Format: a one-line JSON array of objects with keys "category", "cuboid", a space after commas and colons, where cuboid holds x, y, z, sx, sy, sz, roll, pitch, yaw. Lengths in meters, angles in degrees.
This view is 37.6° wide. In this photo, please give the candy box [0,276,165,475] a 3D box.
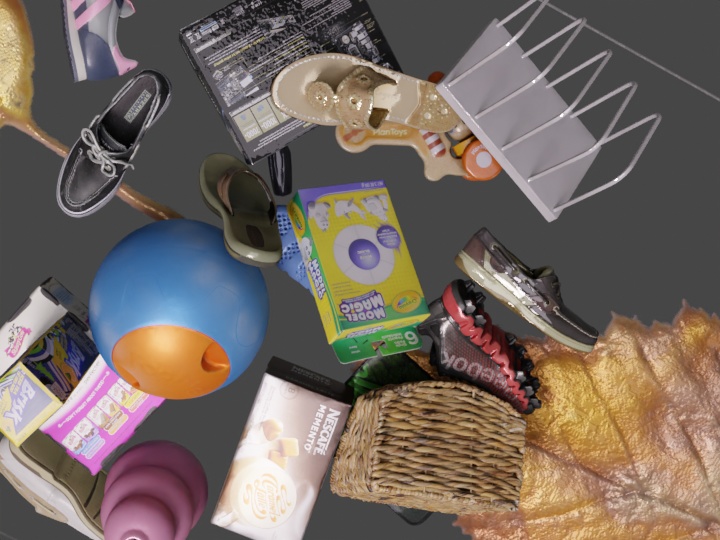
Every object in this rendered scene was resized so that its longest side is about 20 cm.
[{"category": "candy box", "cuboid": [-0.345, 0.126, 1.269, 0.200, 0.061, 0.136, 43, 97, -9]}]

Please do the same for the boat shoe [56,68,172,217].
[{"category": "boat shoe", "cuboid": [-0.286, -0.143, 1.215, 0.074, 0.068, 0.199, 41, 98, -8]}]

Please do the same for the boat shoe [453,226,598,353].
[{"category": "boat shoe", "cuboid": [0.207, 0.023, 1.257, 0.200, 0.072, 0.066, 34, 104, -3]}]

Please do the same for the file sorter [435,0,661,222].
[{"category": "file sorter", "cuboid": [0.212, -0.185, 1.153, 0.200, 0.124, 0.139, 48, 54, -13]}]

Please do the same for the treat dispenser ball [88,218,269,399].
[{"category": "treat dispenser ball", "cuboid": [-0.202, 0.043, 1.186, 0.199, 0.201, 0.203, 0, 101, -1]}]

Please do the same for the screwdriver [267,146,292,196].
[{"category": "screwdriver", "cuboid": [-0.100, -0.186, 1.230, 0.028, 0.029, 0.202, -5, 104, 0]}]

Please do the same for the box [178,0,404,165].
[{"category": "box", "cuboid": [-0.077, -0.236, 1.178, 0.199, 0.086, 0.164, -31, 100, -6]}]

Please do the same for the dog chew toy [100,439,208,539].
[{"category": "dog chew toy", "cuboid": [-0.245, 0.277, 1.230, 0.123, 0.200, 0.126, 0, 101, -2]}]

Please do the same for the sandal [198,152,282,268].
[{"category": "sandal", "cuboid": [-0.125, -0.078, 1.176, 0.079, 0.201, 0.058, 1, 125, -25]}]

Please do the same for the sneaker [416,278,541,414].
[{"category": "sneaker", "cuboid": [0.139, 0.104, 1.274, 0.098, 0.071, 0.201, -31, 112, 23]}]

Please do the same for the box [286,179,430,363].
[{"category": "box", "cuboid": [0.000, 0.000, 1.194, 0.117, 0.048, 0.201, -10, 72, -27]}]

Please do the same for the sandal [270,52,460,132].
[{"category": "sandal", "cuboid": [0.015, -0.184, 1.121, 0.210, 0.070, 0.078, 7, 101, -16]}]

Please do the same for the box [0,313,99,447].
[{"category": "box", "cuboid": [-0.340, 0.113, 1.134, 0.070, 0.200, 0.064, -42, 99, 5]}]

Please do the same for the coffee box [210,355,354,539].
[{"category": "coffee box", "cuboid": [-0.092, 0.222, 1.280, 0.114, 0.080, 0.201, 21, 100, 0]}]

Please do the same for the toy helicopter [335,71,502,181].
[{"category": "toy helicopter", "cuboid": [0.070, -0.169, 1.214, 0.198, 0.079, 0.133, -1, 95, -2]}]

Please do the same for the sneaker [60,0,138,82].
[{"category": "sneaker", "cuboid": [-0.297, -0.316, 1.191, 0.081, 0.070, 0.202, -7, 104, -17]}]

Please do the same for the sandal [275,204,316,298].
[{"category": "sandal", "cuboid": [-0.043, 0.000, 1.240, 0.200, 0.087, 0.080, 41, 99, -6]}]

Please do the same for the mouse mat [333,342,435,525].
[{"category": "mouse mat", "cuboid": [0.052, 0.206, 1.322, 0.200, 0.008, 0.161, 42, 97, -7]}]

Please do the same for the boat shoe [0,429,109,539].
[{"category": "boat shoe", "cuboid": [-0.361, 0.268, 1.297, 0.068, 0.075, 0.200, -30, 109, 32]}]

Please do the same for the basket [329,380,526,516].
[{"category": "basket", "cuboid": [0.079, 0.209, 1.265, 0.199, 0.149, 0.144, 12, 73, -18]}]
